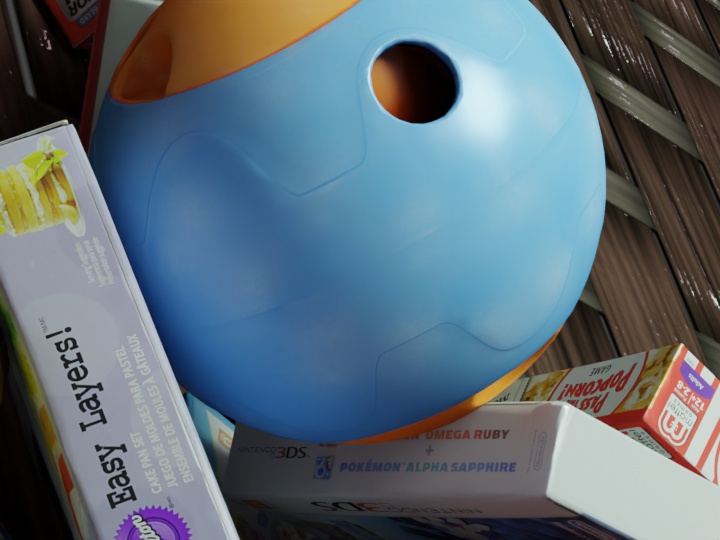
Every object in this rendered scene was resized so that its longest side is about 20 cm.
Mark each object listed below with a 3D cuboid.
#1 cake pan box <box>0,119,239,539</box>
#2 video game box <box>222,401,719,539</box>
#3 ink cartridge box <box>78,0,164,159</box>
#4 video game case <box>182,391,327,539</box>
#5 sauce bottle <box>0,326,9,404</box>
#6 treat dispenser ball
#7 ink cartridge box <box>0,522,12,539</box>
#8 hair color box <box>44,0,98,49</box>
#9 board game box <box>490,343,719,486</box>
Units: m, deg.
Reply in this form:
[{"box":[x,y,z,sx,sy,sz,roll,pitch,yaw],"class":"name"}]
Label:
[{"box":[-0.090,0.070,1.090,0.200,0.052,0.184,92,-22,-65],"class":"cake pan box"},{"box":[0.072,0.107,1.274,0.200,0.182,0.047,29,69,-42],"class":"video game box"},{"box":[-0.060,-0.084,1.354,0.083,0.146,0.200,14,25,8],"class":"ink cartridge box"},{"box":[-0.011,0.155,1.288,0.200,0.018,0.143,40,27,-25],"class":"video game case"},{"box":[-0.163,0.071,0.964,0.066,0.066,0.200,45,21,-15],"class":"sauce bottle"},{"box":[-0.005,-0.033,1.156,0.201,0.201,0.201,41,26,-24],"class":"treat dispenser ball"},{"box":[-0.179,0.118,1.003,0.200,0.041,0.200,55,23,6],"class":"ink cartridge box"},{"box":[-0.146,-0.206,1.499,0.200,0.064,0.111,57,22,14],"class":"hair color box"},{"box":[0.126,0.109,1.391,0.151,0.200,0.046,42,60,-20],"class":"board game box"}]
